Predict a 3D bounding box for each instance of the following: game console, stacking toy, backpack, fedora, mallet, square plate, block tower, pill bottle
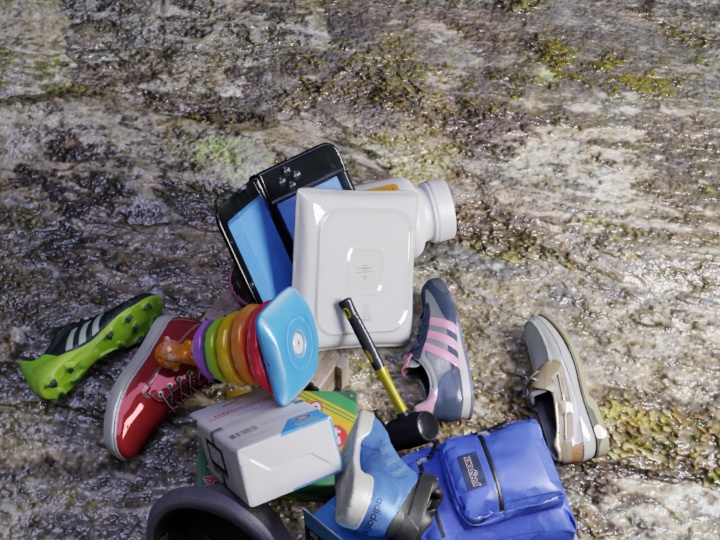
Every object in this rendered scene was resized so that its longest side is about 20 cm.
[{"bbox_3d":[-0.066,-0.028,1.607,0.174,0.202,0.116,-24,16,-3],"label":"game console"},{"bbox_3d":[-0.156,0.093,1.536,0.198,0.117,0.110,-7,19,26],"label":"stacking toy"},{"bbox_3d":[0.128,0.260,1.497,0.197,0.169,0.164,-14,51,-6],"label":"backpack"},{"bbox_3d":[-0.142,0.313,1.478,0.198,0.179,0.090,20,28,20],"label":"fedora"},{"bbox_3d":[0.021,0.129,1.596,0.041,0.066,0.201,-31,88,-45],"label":"mallet"},{"bbox_3d":[0.000,0.000,1.623,0.198,0.201,0.028,-1,6,-40],"label":"square plate"},{"bbox_3d":[-0.111,0.098,1.664,0.198,0.054,0.058,28,60,17],"label":"block tower"},{"bbox_3d":[0.022,-0.061,1.737,0.197,0.112,0.112,-13,57,-10],"label":"pill bottle"}]

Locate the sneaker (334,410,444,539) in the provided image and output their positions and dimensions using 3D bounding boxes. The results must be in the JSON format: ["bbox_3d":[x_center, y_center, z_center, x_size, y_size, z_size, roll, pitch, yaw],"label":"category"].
[{"bbox_3d":[0.034,0.232,1.438,0.110,0.077,0.200,22,17,-8],"label":"sneaker"}]

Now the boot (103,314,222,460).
[{"bbox_3d":[-0.218,0.146,1.593,0.143,0.073,0.202,7,56,28],"label":"boot"}]

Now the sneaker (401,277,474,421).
[{"bbox_3d":[0.088,0.097,1.658,0.081,0.071,0.202,-5,55,-9],"label":"sneaker"}]

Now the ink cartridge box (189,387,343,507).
[{"bbox_3d":[-0.112,0.194,1.489,0.115,0.200,0.069,-18,103,-20],"label":"ink cartridge box"}]

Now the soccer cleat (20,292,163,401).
[{"bbox_3d":[-0.342,0.083,1.665,0.199,0.068,0.081,-38,52,-23],"label":"soccer cleat"}]

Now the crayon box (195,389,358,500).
[{"bbox_3d":[-0.101,0.212,1.590,0.197,0.051,0.128,0,57,-1],"label":"crayon box"}]

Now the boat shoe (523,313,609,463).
[{"bbox_3d":[0.240,0.144,1.628,0.068,0.075,0.202,-12,58,-16],"label":"boat shoe"}]

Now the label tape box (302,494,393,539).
[{"bbox_3d":[0.010,0.321,1.429,0.144,0.201,0.063,35,62,20],"label":"label tape box"}]

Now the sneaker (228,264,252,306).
[{"bbox_3d":[-0.118,-0.033,1.697,0.078,0.096,0.201,16,39,-10],"label":"sneaker"}]
